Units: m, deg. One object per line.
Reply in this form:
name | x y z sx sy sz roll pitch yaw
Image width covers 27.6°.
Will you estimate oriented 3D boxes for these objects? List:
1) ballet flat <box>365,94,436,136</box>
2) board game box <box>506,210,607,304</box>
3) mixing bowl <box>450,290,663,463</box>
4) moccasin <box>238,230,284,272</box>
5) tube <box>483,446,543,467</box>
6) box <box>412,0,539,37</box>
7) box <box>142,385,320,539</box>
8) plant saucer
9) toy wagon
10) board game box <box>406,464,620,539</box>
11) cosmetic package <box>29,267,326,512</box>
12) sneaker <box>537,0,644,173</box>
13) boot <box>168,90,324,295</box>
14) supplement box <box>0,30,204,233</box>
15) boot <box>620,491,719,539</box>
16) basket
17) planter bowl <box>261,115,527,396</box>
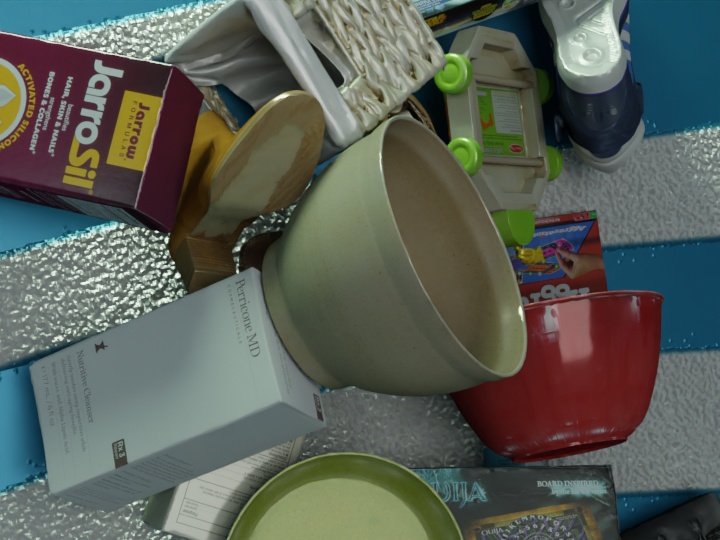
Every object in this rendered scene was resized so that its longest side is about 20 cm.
ballet flat | 0.059 -0.058 1.229 0.068 0.063 0.201 -27 88 -19
board game box | 0.125 0.010 1.289 0.199 0.019 0.104 -9 91 -21
mixing bowl | 0.158 0.094 1.191 0.199 0.200 0.109 -4 76 -21
moccasin | 0.000 0.002 1.184 0.200 0.078 0.074 13 67 10
tube | 0.133 0.248 1.236 0.077 0.050 0.201 7 69 -20
box | 0.080 -0.275 1.246 0.199 0.040 0.137 -23 66 -20
box | -0.095 0.120 1.169 0.095 0.078 0.201 22 80 -19
plant saucer | -0.014 0.240 1.128 0.199 0.031 0.201 1 84 -15
toy wagon | 0.119 -0.104 1.244 0.155 0.039 0.201 -2 85 -55
board game box | 0.115 0.227 1.200 0.199 0.028 0.136 1 71 -9
cosmetic package | -0.135 0.091 1.084 0.199 0.081 0.113 -26 63 17
sneaker | 0.208 -0.182 1.310 0.080 0.147 0.201 -8 48 11
boot | -0.099 -0.085 1.104 0.070 0.144 0.202 13 124 -27
supplement box | -0.229 -0.107 1.081 0.199 0.086 0.111 12 83 11
boot | 0.261 0.307 1.307 0.199 0.066 0.166 -20 96 -25
basket | -0.044 -0.162 1.144 0.123 0.200 0.136 -38 101 -25
planter bowl | 0.014 0.006 1.061 0.134 0.200 0.201 -24 98 23
